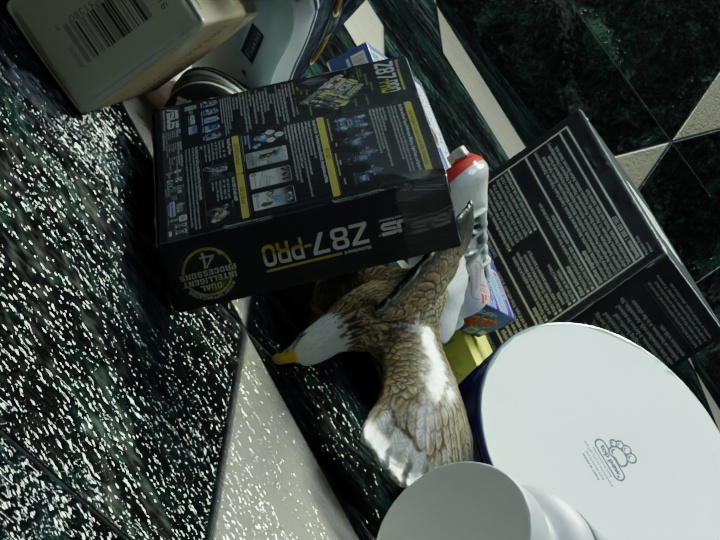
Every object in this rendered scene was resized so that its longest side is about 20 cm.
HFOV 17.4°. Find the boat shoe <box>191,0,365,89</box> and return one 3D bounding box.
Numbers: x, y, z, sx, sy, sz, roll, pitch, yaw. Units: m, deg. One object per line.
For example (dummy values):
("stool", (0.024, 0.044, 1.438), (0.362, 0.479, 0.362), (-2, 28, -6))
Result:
("boat shoe", (-0.046, -0.161, 1.567), (0.071, 0.091, 0.200), (51, -28, 6))

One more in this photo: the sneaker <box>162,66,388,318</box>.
("sneaker", (-0.048, -0.057, 1.522), (0.201, 0.075, 0.115), (50, 13, -17))

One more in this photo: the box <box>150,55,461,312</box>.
("box", (-0.036, -0.054, 1.324), (0.200, 0.160, 0.049), (-105, 180, -65))

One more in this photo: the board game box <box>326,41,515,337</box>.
("board game box", (0.046, -0.056, 1.706), (0.201, 0.034, 0.135), (69, 14, 15))

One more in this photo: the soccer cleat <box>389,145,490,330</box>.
("soccer cleat", (0.057, -0.015, 1.532), (0.085, 0.068, 0.200), (53, -22, 9))

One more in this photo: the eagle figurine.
("eagle figurine", (0.021, 0.032, 1.378), (0.152, 0.151, 0.200), (43, -8, -31))

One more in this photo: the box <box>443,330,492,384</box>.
("box", (0.074, 0.077, 1.746), (0.075, 0.050, 0.201), (47, 13, -40))

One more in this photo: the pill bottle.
("pill bottle", (0.094, 0.187, 1.298), (0.200, 0.115, 0.116), (43, 16, -48))

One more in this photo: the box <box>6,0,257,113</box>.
("box", (-0.131, -0.156, 1.403), (0.078, 0.095, 0.200), (55, 11, -3))

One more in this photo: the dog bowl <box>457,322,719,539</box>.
("dog bowl", (0.140, 0.136, 1.494), (0.199, 0.079, 0.201), (18, 49, -22))

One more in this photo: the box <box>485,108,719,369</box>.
("box", (0.154, 0.014, 1.901), (0.123, 0.198, 0.201), (48, 12, -41))

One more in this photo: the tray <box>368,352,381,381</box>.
("tray", (0.000, 0.000, 1.575), (0.107, 0.022, 0.201), (139, -71, -81))
